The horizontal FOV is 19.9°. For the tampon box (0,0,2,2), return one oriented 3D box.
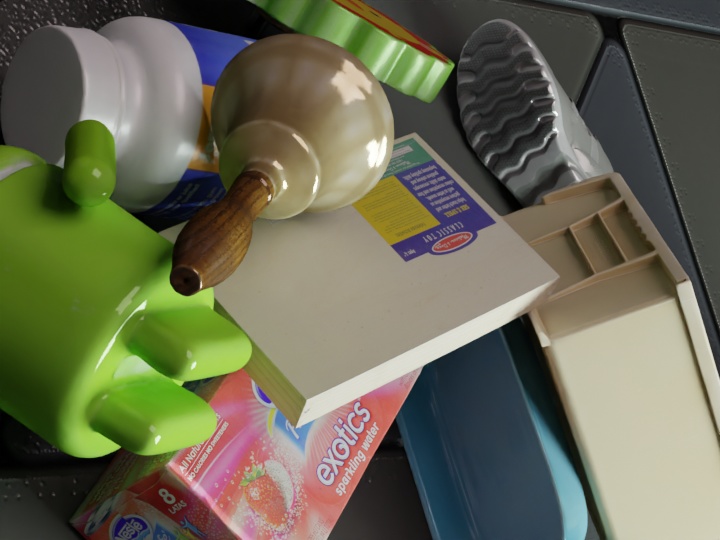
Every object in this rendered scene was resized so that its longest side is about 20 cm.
[{"bbox_3d":[-0.232,-0.245,1.115,0.126,0.150,0.201,30,48,-31],"label":"tampon box"}]

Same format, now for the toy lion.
[{"bbox_3d":[-0.041,-0.171,1.256,0.200,0.069,0.192,24,13,-34],"label":"toy lion"}]

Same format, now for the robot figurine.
[{"bbox_3d":[-0.155,0.015,1.025,0.200,0.176,0.116,33,17,20],"label":"robot figurine"}]

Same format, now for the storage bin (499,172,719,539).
[{"bbox_3d":[0.164,0.069,1.279,0.199,0.093,0.201,-104,174,-67],"label":"storage bin"}]

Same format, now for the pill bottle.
[{"bbox_3d":[-0.102,-0.085,1.185,0.199,0.112,0.113,6,63,-44],"label":"pill bottle"}]

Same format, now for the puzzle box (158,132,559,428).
[{"bbox_3d":[0.000,0.000,1.142,0.200,0.025,0.133,-23,59,-37],"label":"puzzle box"}]

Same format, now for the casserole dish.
[{"bbox_3d":[0.080,0.106,1.247,0.039,0.121,0.201,-5,70,-38],"label":"casserole dish"}]

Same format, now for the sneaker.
[{"bbox_3d":[0.133,-0.086,1.474,0.201,0.075,0.082,65,25,-3],"label":"sneaker"}]

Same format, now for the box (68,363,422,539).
[{"bbox_3d":[-0.058,0.092,1.137,0.103,0.095,0.200,47,42,-12],"label":"box"}]

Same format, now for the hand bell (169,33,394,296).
[{"bbox_3d":[-0.055,-0.036,1.028,0.104,0.104,0.200,50,27,-12],"label":"hand bell"}]
